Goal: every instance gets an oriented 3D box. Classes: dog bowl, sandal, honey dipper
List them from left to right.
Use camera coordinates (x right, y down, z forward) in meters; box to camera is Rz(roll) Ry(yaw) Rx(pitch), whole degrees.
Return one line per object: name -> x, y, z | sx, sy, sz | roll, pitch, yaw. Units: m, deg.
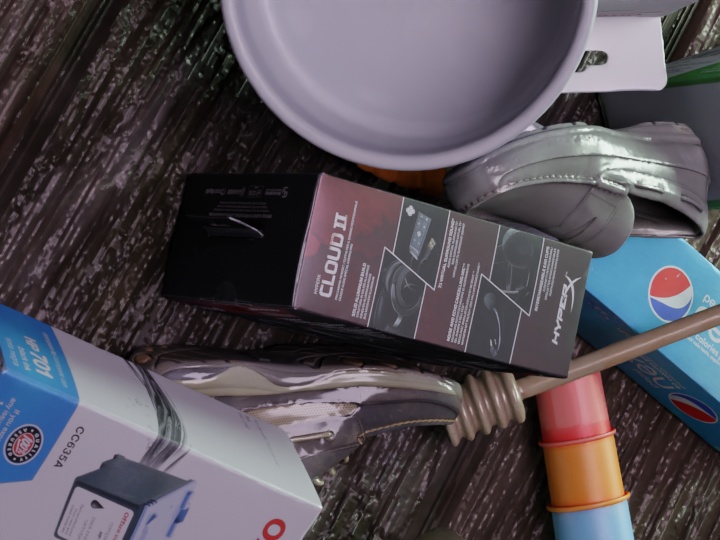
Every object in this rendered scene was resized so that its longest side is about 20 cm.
dog bowl -> 0.028, -0.157, 1.537 | 0.199, 0.079, 0.201 | 1, 100, 7
sandal -> 0.046, -0.078, 1.658 | 0.206, 0.059, 0.079 | 30, 93, -30
honey dipper -> 0.140, 0.052, 1.672 | 0.199, 0.038, 0.038 | -20, 101, 0

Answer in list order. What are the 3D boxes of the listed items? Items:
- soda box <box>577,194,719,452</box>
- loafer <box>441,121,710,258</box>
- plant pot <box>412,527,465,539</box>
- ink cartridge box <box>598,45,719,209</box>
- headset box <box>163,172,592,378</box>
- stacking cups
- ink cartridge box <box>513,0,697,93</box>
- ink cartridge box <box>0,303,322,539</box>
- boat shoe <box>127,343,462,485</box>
soda box -> 0.192, 0.035, 1.743 | 0.200, 0.064, 0.068 | 39, 70, -26
loafer -> 0.127, -0.042, 1.614 | 0.199, 0.070, 0.070 | -6, 74, -42
plant pot -> -0.012, 0.263, 1.561 | 0.199, 0.187, 0.188 | -21, 100, -18
ink cartridge box -> 0.269, -0.103, 1.744 | 0.199, 0.146, 0.085 | -20, 99, -30
headset box -> 0.000, 0.000, 1.574 | 0.199, 0.149, 0.078 | 16, 83, -30
stacking cups -> 0.136, 0.157, 1.718 | 0.060, 0.060, 0.201 | -11, 90, -31
ink cartridge box -> 0.125, -0.204, 1.623 | 0.115, 0.068, 0.201 | -3, 85, -16
ink cartridge box -> -0.144, 0.124, 1.491 | 0.199, 0.086, 0.147 | 26, 105, -27
boat shoe -> -0.039, 0.081, 1.602 | 0.199, 0.074, 0.074 | 3, 98, -23
